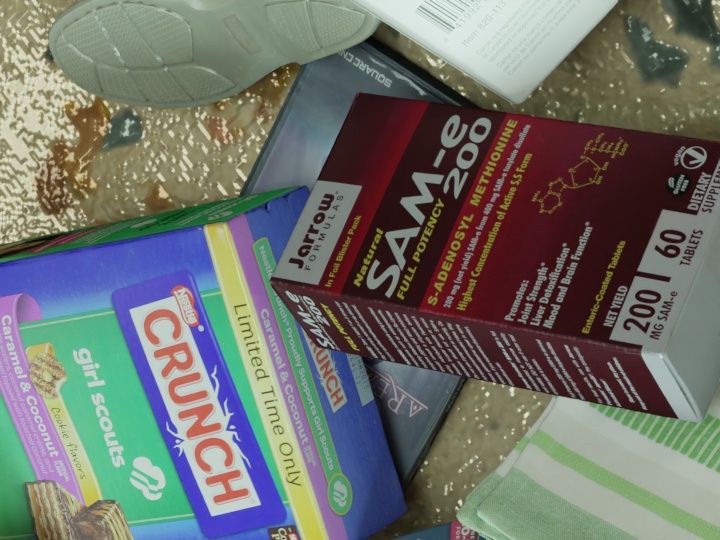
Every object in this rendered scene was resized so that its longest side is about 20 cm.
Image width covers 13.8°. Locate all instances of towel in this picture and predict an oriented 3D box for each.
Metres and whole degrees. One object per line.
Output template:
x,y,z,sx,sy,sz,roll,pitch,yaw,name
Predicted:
0.150,0.056,1.275,0.152,0.023,0.200,24,71,40,towel

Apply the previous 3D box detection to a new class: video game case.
0.000,0.000,1.431,0.143,0.019,0.201,34,112,17,video game case

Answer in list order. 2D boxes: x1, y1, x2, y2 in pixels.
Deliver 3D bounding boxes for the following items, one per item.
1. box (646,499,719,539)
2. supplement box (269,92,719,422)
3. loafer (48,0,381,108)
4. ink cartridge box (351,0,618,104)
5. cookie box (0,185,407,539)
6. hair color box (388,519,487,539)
0.122,0.190,1.304,0.199,0.141,0.079,-24,43,14,box
0.071,-0.009,1.308,0.199,0.061,0.109,9,63,32,supplement box
-0.059,-0.127,1.420,0.199,0.063,0.072,-9,125,38,loafer
0.035,-0.187,1.282,0.200,0.083,0.147,31,119,-25,ink cartridge box
-0.097,0.060,1.438,0.199,0.075,0.172,-11,102,35,cookie box
0.024,0.177,1.399,0.199,0.100,0.061,-19,49,28,hair color box
